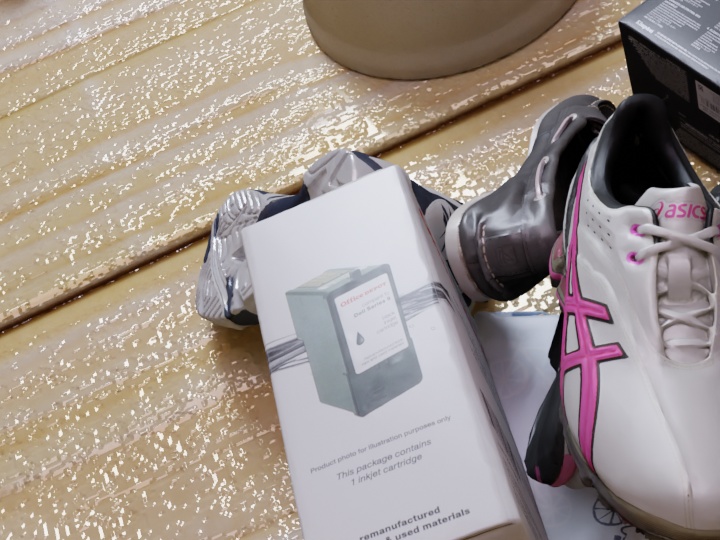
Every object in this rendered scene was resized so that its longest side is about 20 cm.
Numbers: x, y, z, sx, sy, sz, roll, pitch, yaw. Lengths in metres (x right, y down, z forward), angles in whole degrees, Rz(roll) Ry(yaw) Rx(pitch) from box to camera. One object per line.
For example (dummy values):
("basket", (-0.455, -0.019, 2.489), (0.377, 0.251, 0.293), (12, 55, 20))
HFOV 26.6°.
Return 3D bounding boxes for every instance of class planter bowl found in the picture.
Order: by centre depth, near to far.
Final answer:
("planter bowl", (0.039, -0.240, 0.963), (0.198, 0.135, 0.202), (-12, 47, 13))

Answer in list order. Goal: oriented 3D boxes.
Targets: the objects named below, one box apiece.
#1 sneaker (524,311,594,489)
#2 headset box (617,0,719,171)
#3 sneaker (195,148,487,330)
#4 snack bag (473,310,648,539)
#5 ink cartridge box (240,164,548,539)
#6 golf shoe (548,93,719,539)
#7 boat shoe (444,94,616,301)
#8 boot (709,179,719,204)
("sneaker", (0.135, 0.041, 0.709), (0.086, 0.081, 0.201), (23, 43, 1))
("headset box", (0.264, -0.132, 0.821), (0.199, 0.078, 0.149), (-36, 48, -12))
("sneaker", (0.000, 0.000, 0.816), (0.199, 0.129, 0.080), (-30, 47, 54))
("snack bag", (0.134, 0.090, 0.718), (0.187, 0.021, 0.201), (-4, 50, 19))
("ink cartridge box", (0.023, 0.078, 0.661), (0.083, 0.146, 0.201), (-21, 45, 6))
("golf shoe", (0.112, 0.015, 0.592), (0.072, 0.093, 0.201), (-1, 42, -4))
("boat shoe", (0.109, -0.041, 0.773), (0.057, 0.067, 0.200), (-12, 18, 34))
("boot", (0.239, -0.036, 0.701), (0.201, 0.138, 0.077), (-62, 12, -9))
